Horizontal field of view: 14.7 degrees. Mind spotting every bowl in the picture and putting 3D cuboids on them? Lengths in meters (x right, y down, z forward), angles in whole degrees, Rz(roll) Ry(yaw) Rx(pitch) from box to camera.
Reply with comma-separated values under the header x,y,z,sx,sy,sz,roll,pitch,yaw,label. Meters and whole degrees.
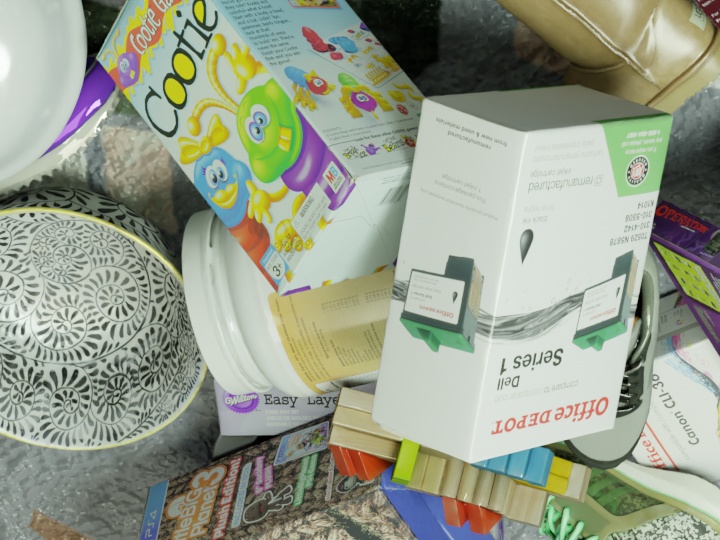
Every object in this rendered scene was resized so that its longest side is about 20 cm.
x,y,z,sx,sy,sz,roll,pitch,yaw,label
-0.273,-0.136,1.688,0.200,0.090,0.202,3,106,11,bowl
-0.191,0.014,1.835,0.199,0.094,0.202,4,128,5,bowl

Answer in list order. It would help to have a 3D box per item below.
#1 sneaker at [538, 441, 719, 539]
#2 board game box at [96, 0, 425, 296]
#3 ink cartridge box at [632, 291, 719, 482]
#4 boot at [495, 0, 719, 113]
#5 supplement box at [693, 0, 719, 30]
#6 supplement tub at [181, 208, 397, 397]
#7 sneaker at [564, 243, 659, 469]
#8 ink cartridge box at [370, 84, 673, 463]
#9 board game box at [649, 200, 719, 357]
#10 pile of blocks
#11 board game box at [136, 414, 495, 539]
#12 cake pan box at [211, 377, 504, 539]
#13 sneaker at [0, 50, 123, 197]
x,y,z,sx,sy,sz,roll,pitch,yaw,label
0.153,0.168,1.842,0.199,0.089,0.077,13,139,14,sneaker
-0.048,-0.098,1.656,0.200,0.105,0.103,52,130,23,board game box
0.228,0.076,1.847,0.199,0.068,0.117,-22,122,23,ink cartridge box
0.104,-0.155,1.690,0.200,0.066,0.175,39,114,-21,boot
0.190,-0.222,1.594,0.061,0.109,0.200,-33,119,27,supplement box
0.000,0.000,1.768,0.199,0.145,0.145,-13,125,17,supplement tub
0.152,0.048,1.747,0.073,0.080,0.201,-2,126,-1,sneaker
0.094,0.000,1.624,0.084,0.146,0.201,21,111,39,ink cartridge box
0.253,0.047,1.696,0.032,0.120,0.200,-43,130,-8,board game box
0.063,0.131,1.772,0.199,0.062,0.082,18,171,-23,pile of blocks
-0.029,0.201,1.896,0.199,0.097,0.160,-23,122,23,board game box
-0.002,0.129,1.930,0.199,0.052,0.185,1,126,7,cake pan box
-0.243,-0.101,1.768,0.199,0.070,0.100,-27,115,23,sneaker
